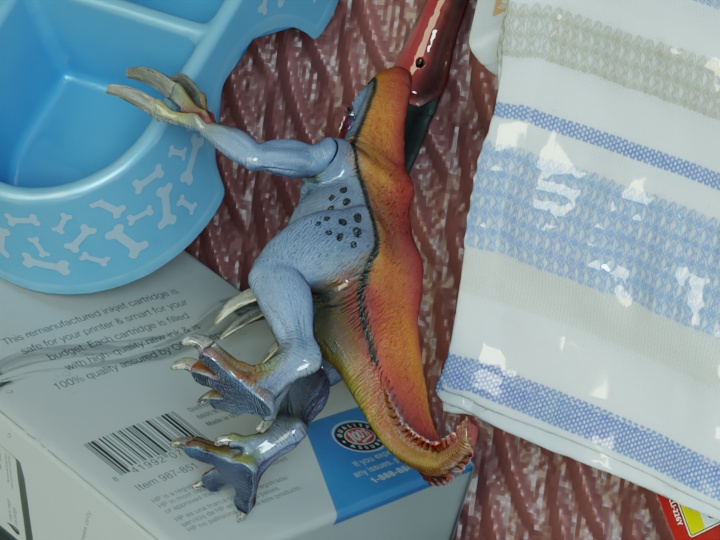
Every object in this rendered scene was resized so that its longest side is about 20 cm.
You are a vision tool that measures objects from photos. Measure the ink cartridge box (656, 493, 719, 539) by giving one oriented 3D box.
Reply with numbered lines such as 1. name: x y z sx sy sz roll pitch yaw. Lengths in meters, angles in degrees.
1. ink cartridge box: 0.160 -0.026 0.934 0.175 0.084 0.201 -30 69 30

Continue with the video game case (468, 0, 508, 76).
1. video game case: 0.128 -0.169 0.941 0.200 0.023 0.182 -23 40 37

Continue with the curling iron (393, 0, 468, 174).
1. curling iron: 0.028 -0.069 1.068 0.050 0.026 0.201 39 109 34

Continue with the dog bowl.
1. dog bowl: -0.086 -0.087 1.076 0.111 0.050 0.200 19 65 25

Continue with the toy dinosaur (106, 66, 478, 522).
1. toy dinosaur: 0.000 0.000 0.984 0.199 0.182 0.105 18 141 27

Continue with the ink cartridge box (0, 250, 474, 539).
1. ink cartridge box: -0.083 0.069 1.055 0.200 0.145 0.084 35 125 32

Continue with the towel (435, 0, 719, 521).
1. towel: 0.095 -0.027 0.887 0.147 0.024 0.201 23 113 33
